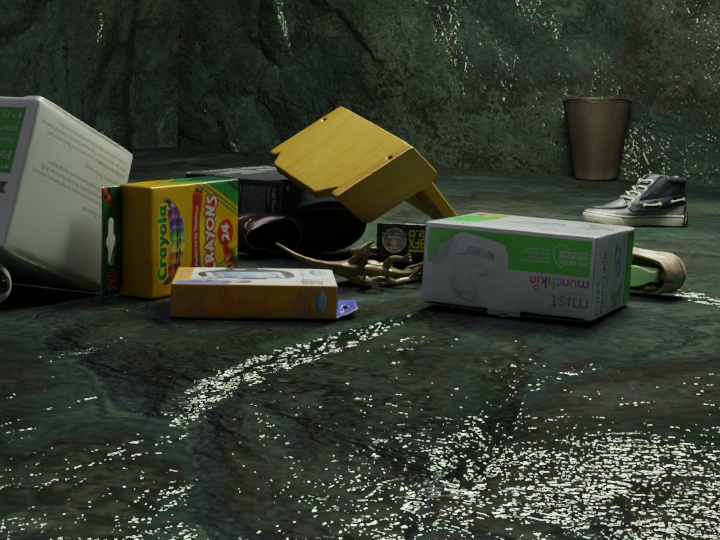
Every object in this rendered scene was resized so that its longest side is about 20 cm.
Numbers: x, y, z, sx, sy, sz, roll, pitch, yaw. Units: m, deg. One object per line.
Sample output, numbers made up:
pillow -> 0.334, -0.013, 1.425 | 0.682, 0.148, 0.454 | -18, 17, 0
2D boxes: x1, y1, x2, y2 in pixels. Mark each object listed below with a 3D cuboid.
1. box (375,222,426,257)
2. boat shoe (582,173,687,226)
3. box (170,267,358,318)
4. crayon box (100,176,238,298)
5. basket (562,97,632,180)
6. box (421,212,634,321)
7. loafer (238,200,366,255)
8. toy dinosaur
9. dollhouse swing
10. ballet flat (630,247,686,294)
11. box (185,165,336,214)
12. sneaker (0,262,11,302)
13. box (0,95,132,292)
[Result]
box -> 0.106, -0.036, 1.810 | 0.158, 0.045, 0.200 | 3, 0, 5
boat shoe -> 0.494, -0.129, 2.450 | 0.198, 0.094, 0.075 | 0, 8, -16
box -> -0.103, 0.023, 1.471 | 0.198, 0.042, 0.119 | -1, 8, -4
crayon box -> -0.217, -0.039, 1.572 | 0.050, 0.128, 0.199 | 7, 11, 31
basket -> 0.610, -0.340, 3.519 | 0.178, 0.202, 0.136 | 2, 12, 16
box -> 0.191, -0.005, 1.543 | 0.198, 0.098, 0.176 | 7, 7, 25
loafer -> -0.083, -0.048, 1.894 | 0.198, 0.074, 0.071 | -9, 16, -14
toy dinosaur -> 0.000, 0.000, 1.663 | 0.198, 0.059, 0.101 | 7, -9, -19
dollhouse swing -> 0.009, -0.107, 1.907 | 0.181, 0.177, 0.200 | -34, 36, -16
ballet flat -> 0.298, -0.006, 1.675 | 0.198, 0.069, 0.067 | 4, 16, 28
box -> -0.133, -0.096, 2.049 | 0.181, 0.105, 0.199 | 7, 10, 34
sneaker -> -0.455, 0.005, 1.429 | 0.198, 0.076, 0.081 | 4, 0, 10
box -> -0.398, -0.086, 1.520 | 0.197, 0.173, 0.200 | 6, -12, 24
